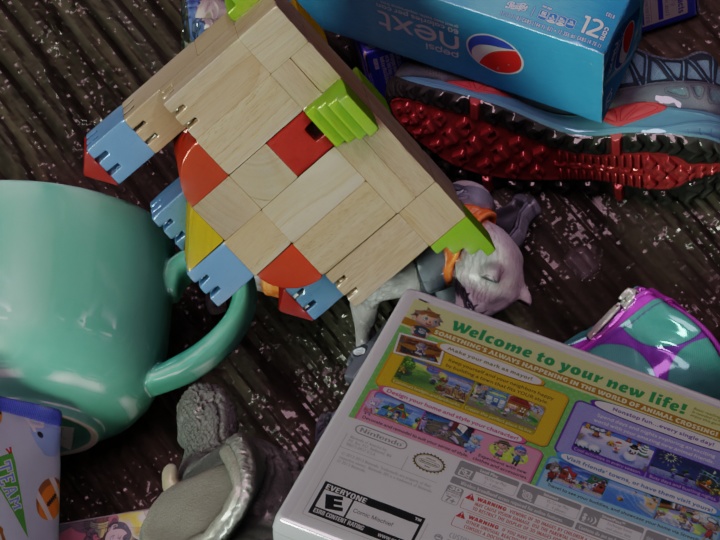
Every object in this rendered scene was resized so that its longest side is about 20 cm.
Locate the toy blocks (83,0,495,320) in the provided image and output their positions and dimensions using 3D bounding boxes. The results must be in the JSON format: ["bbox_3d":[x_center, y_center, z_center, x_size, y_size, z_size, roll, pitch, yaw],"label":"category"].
[{"bbox_3d":[-0.048,-0.045,1.336,0.137,0.200,0.100,-40,22,9],"label":"toy blocks"}]

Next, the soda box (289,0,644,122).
[{"bbox_3d":[0.051,-0.153,1.423,0.199,0.068,0.064,20,63,15],"label":"soda box"}]

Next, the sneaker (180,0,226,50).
[{"bbox_3d":[-0.053,-0.112,1.459,0.085,0.078,0.200,-1,24,-8],"label":"sneaker"}]

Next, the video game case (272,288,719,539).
[{"bbox_3d":[0.082,0.101,1.265,0.199,0.022,0.182,20,43,11],"label":"video game case"}]

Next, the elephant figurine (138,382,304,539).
[{"bbox_3d":[-0.060,0.140,1.292,0.154,0.142,0.201,13,69,16],"label":"elephant figurine"}]

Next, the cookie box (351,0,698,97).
[{"bbox_3d":[0.077,-0.205,1.524,0.199,0.075,0.172,-18,63,-1],"label":"cookie box"}]

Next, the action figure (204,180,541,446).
[{"bbox_3d":[0.000,0.000,1.416,0.193,0.105,0.200,10,51,32],"label":"action figure"}]

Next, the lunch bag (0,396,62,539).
[{"bbox_3d":[-0.252,0.136,1.275,0.123,0.199,0.171,-20,65,35],"label":"lunch bag"}]

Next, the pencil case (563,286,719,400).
[{"bbox_3d":[0.093,0.086,1.371,0.199,0.085,0.093,-30,107,-7],"label":"pencil case"}]

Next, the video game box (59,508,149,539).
[{"bbox_3d":[-0.141,0.228,1.363,0.181,0.047,0.201,-10,64,5],"label":"video game box"}]

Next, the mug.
[{"bbox_3d":[-0.166,0.030,1.393,0.184,0.152,0.115,-13,64,37],"label":"mug"}]

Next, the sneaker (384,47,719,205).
[{"bbox_3d":[0.115,-0.096,1.477,0.199,0.080,0.096,10,55,4],"label":"sneaker"}]
